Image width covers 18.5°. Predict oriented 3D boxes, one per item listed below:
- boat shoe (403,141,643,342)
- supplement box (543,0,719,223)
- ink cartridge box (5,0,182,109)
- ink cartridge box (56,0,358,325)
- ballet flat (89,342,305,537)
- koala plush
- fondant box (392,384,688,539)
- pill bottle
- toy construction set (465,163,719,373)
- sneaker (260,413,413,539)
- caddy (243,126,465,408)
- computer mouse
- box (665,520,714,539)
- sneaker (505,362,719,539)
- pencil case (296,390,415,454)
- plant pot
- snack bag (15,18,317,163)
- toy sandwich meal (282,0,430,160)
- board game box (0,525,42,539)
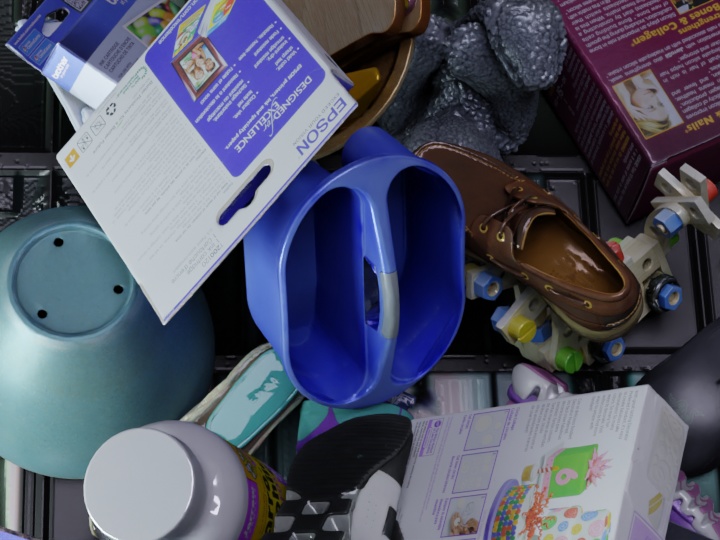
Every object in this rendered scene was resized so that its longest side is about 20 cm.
[{"bbox_3d":[0.115,-0.031,1.543,0.200,0.068,0.072,37,77,15],"label":"boat shoe"},{"bbox_3d":[0.220,-0.161,1.718,0.131,0.103,0.200,-23,70,-16],"label":"supplement box"},{"bbox_3d":[-0.151,-0.149,1.638,0.200,0.042,0.119,32,41,-2],"label":"ink cartridge box"},{"bbox_3d":[-0.099,-0.086,1.491,0.198,0.043,0.200,-48,46,11],"label":"ink cartridge box"},{"bbox_3d":[-0.110,0.130,1.590,0.200,0.062,0.067,-41,89,-9],"label":"ballet flat"},{"bbox_3d":[0.069,-0.095,1.666,0.177,0.184,0.200,0,87,7],"label":"koala plush"},{"bbox_3d":[0.109,0.161,1.477,0.200,0.058,0.144,-12,47,39],"label":"fondant box"},{"bbox_3d":[-0.111,0.157,1.447,0.104,0.200,0.104,-4,75,14],"label":"pill bottle"},{"bbox_3d":[0.177,0.000,1.626,0.200,0.131,0.092,-31,36,-6],"label":"toy construction set"},{"bbox_3d":[-0.012,0.174,1.477,0.074,0.089,0.200,-1,32,26],"label":"sneaker"},{"bbox_3d":[0.000,0.000,1.512,0.141,0.200,0.105,-17,37,-21],"label":"caddy"},{"bbox_3d":[0.278,0.072,1.651,0.200,0.053,0.139,-40,76,-19],"label":"computer mouse"},{"bbox_3d":[0.217,0.254,1.525,0.200,0.132,0.115,24,64,5],"label":"box"},{"bbox_3d":[0.172,0.155,1.592,0.200,0.080,0.088,37,94,18],"label":"sneaker"},{"bbox_3d":[-0.004,0.187,1.560,0.092,0.085,0.200,17,64,-28],"label":"pencil case"},{"bbox_3d":[-0.202,0.033,1.583,0.200,0.135,0.200,2,66,-4],"label":"plant pot"},{"bbox_3d":[-0.140,-0.125,1.667,0.189,0.021,0.200,-10,58,-41],"label":"snack bag"},{"bbox_3d":[-0.048,-0.170,1.560,0.205,0.070,0.205,-6,73,20],"label":"toy sandwich meal"},{"bbox_3d":[-0.209,0.250,1.453,0.159,0.200,0.097,18,68,4],"label":"board game box"}]
